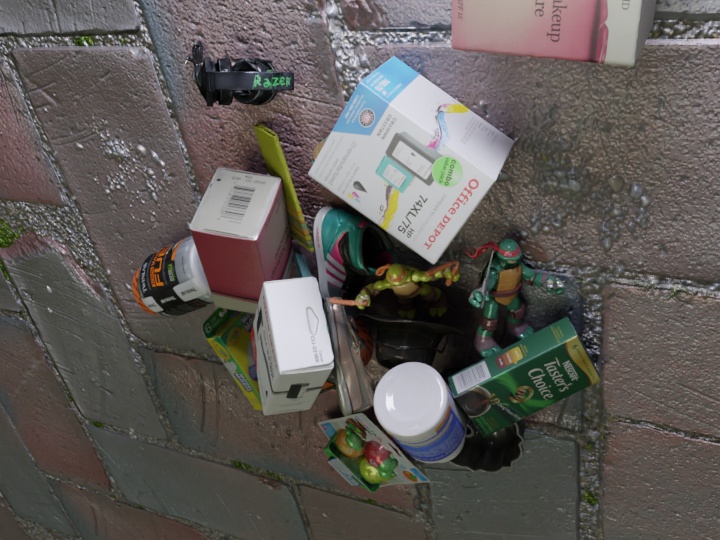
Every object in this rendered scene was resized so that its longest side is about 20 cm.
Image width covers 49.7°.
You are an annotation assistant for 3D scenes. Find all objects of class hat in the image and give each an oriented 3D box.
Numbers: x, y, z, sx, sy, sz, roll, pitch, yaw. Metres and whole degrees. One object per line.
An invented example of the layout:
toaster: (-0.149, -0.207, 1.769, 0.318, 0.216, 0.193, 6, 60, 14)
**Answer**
hat: (0.074, 0.117, 1.188, 0.198, 0.200, 0.082, 4, 83, 29)

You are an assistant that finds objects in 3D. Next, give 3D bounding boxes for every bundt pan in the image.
bundt pan: (0.187, 0.242, 1.300, 0.200, 0.076, 0.204, 17, 131, 20)

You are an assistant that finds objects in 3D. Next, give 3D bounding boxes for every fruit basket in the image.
fruit basket: (0.017, 0.346, 1.460, 0.185, 0.094, 0.200, 46, 154, -10)

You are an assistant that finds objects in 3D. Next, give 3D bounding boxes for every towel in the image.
towel: (-0.114, -0.127, 1.199, 0.086, 0.018, 0.202, 36, 149, 53)

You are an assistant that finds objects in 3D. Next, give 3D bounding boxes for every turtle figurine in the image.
turtle figurine: (0.211, 0.027, 1.100, 0.148, 0.101, 0.202, -11, 131, -10)
turtle figurine: (0.062, 0.026, 1.159, 0.198, 0.065, 0.161, -20, 153, 13)

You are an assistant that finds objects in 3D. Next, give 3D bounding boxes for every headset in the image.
headset: (-0.177, -0.278, 1.086, 0.199, 0.123, 0.095, 12, 108, 46)

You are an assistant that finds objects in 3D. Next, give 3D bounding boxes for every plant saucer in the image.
plant saucer: (-0.077, 0.054, 1.255, 0.019, 0.201, 0.071, -10, 130, -10)

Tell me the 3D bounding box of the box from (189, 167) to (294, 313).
box: (-0.178, -0.041, 1.217, 0.108, 0.129, 0.201, 9, 145, 10)

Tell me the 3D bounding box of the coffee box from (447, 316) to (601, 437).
coffee box: (0.241, 0.159, 1.138, 0.198, 0.044, 0.123, -28, 129, 11)

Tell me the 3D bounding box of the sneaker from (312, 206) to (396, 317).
sneaker: (0.000, 0.000, 1.216, 0.120, 0.084, 0.202, 13, 127, 34)

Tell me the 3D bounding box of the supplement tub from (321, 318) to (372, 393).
supplement tub: (-0.077, 0.152, 1.357, 0.199, 0.123, 0.123, -28, 108, 42)

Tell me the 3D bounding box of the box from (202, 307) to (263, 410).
box: (-0.198, 0.142, 1.427, 0.048, 0.118, 0.201, -11, 119, 44)

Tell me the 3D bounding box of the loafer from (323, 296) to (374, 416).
loafer: (-0.015, 0.131, 1.224, 0.062, 0.072, 0.202, -11, 110, -9)

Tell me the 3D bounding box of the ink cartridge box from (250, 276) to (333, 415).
ink cartridge box: (-0.109, 0.119, 1.184, 0.083, 0.146, 0.200, -5, 155, -18)

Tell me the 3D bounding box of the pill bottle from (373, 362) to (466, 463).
pill bottle: (0.098, 0.224, 1.171, 0.111, 0.113, 0.200, 10, 156, 25)

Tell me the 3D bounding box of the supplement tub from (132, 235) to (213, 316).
supplement tub: (-0.310, 0.011, 1.375, 0.199, 0.123, 0.123, -19, 114, 39)

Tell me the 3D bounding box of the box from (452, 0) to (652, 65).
box: (0.204, -0.302, 0.814, 0.198, 0.109, 0.129, 12, 130, 23)

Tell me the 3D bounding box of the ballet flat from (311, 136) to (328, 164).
ballet flat: (0.022, -0.128, 1.121, 0.199, 0.068, 0.073, 40, 115, 2)

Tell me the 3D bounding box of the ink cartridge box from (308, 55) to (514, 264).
ink cartridge box: (0.068, -0.143, 0.995, 0.199, 0.146, 0.147, 35, 123, 1)
